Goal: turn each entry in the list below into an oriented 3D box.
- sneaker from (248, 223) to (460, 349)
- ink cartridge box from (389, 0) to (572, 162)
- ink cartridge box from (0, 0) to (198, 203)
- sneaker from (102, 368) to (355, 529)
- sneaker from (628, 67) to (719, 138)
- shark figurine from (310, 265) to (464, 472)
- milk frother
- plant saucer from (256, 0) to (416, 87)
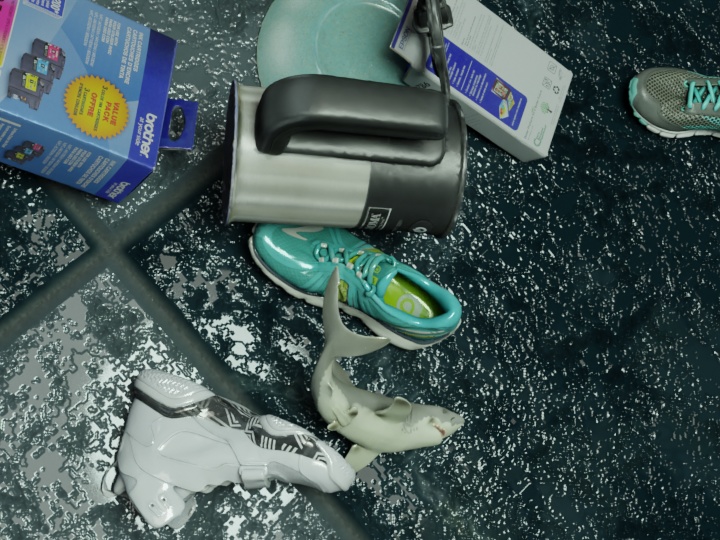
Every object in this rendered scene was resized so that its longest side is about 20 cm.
[{"bbox_3d":[0.000,0.000,0.888,0.200,0.080,0.078,26,73,-9],"label":"sneaker"},{"bbox_3d":[0.109,-0.194,0.959,0.200,0.039,0.100,31,71,-27],"label":"ink cartridge box"},{"bbox_3d":[-0.233,-0.146,0.827,0.200,0.076,0.137,21,59,-32],"label":"ink cartridge box"},{"bbox_3d":[-0.110,0.165,0.823,0.199,0.075,0.115,21,78,9],"label":"sneaker"},{"bbox_3d":[0.372,-0.173,1.030,0.199,0.091,0.078,9,76,-14],"label":"sneaker"},{"bbox_3d":[-0.010,0.096,0.865,0.128,0.215,0.090,-29,46,8],"label":"shark figurine"},{"bbox_3d":[-0.013,-0.141,0.833,0.188,0.181,0.200,3,55,-12],"label":"milk frother"},{"bbox_3d":[0.004,-0.201,0.957,0.200,0.039,0.202,3,78,-16],"label":"plant saucer"}]
